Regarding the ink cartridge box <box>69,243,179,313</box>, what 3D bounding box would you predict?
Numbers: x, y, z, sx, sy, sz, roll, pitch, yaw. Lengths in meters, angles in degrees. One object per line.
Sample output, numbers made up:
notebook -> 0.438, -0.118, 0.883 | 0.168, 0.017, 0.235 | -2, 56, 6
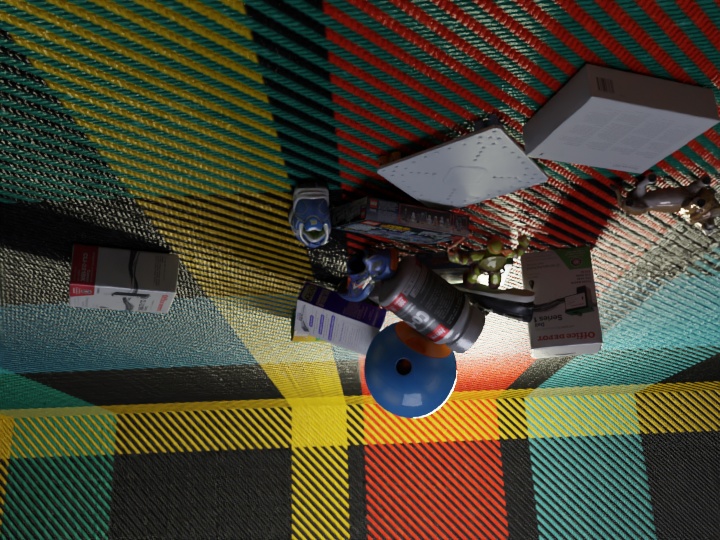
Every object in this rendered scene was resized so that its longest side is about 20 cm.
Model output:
ink cartridge box -> -0.466, 0.020, 1.386 | 0.195, 0.086, 0.144 | 5, 159, -21

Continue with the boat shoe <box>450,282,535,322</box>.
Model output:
boat shoe -> 0.261, 0.062, 1.429 | 0.196, 0.062, 0.073 | 8, -166, 33

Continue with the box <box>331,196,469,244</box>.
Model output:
box -> 0.065, -0.081, 1.179 | 0.196, 0.041, 0.136 | 8, 173, -25

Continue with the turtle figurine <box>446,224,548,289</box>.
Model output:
turtle figurine -> 0.255, -0.018, 1.334 | 0.195, 0.066, 0.162 | -12, 153, -7

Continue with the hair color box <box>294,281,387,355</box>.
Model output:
hair color box -> -0.047, 0.111, 1.574 | 0.196, 0.065, 0.111 | 18, 137, 5

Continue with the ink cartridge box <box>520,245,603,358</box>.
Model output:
ink cartridge box -> 0.409, 0.067, 1.433 | 0.143, 0.205, 0.084 | -7, 161, 13

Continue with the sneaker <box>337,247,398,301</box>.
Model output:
sneaker -> 0.000, 0.000, 1.423 | 0.077, 0.077, 0.200 | 17, 146, -23

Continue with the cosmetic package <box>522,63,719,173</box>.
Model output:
cosmetic package -> 0.336, -0.192, 0.921 | 0.195, 0.053, 0.151 | 5, 158, -19

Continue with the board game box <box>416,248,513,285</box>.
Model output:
board game box -> 0.212, -0.001, 1.474 | 0.195, 0.035, 0.136 | -3, 160, 1

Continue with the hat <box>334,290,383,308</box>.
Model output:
hat -> 0.020, 0.072, 1.692 | 0.164, 0.177, 0.201 | -18, 118, 44

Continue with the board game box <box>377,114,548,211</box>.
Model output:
board game box -> 0.155, -0.153, 1.053 | 0.197, 0.026, 0.199 | -15, 157, 32

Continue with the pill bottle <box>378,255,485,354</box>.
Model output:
pill bottle -> 0.143, 0.071, 1.385 | 0.198, 0.115, 0.114 | 35, 150, -12

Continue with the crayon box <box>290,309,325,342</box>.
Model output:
crayon box -> -0.081, 0.144, 1.821 | 0.195, 0.060, 0.119 | 1, 161, -9

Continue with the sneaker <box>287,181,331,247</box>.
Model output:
sneaker -> -0.086, -0.074, 1.173 | 0.074, 0.079, 0.200 | -3, 162, -2

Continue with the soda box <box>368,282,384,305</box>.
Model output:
soda box -> 0.082, 0.049, 1.550 | 0.062, 0.072, 0.199 | -13, 158, 22

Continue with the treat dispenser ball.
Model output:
treat dispenser ball -> 0.105, 0.207, 1.479 | 0.196, 0.206, 0.201 | -2, 161, -1

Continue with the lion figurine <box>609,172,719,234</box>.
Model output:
lion figurine -> 0.501, -0.114, 1.159 | 0.195, 0.074, 0.122 | 10, 173, 10
